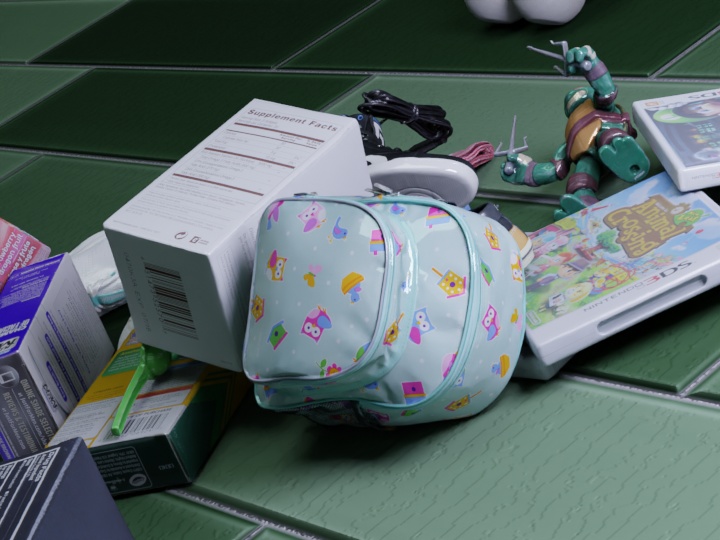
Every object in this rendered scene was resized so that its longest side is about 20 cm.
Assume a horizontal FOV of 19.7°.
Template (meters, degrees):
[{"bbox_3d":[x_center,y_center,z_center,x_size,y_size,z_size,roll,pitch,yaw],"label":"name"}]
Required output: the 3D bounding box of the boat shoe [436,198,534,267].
[{"bbox_3d":[0.062,-0.022,1.657,0.075,0.062,0.200,-42,18,-23],"label":"boat shoe"}]

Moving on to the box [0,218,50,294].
[{"bbox_3d":[-0.384,0.040,1.916,0.099,0.095,0.201,14,75,56],"label":"box"}]

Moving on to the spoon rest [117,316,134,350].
[{"bbox_3d":[-0.140,0.027,1.885,0.200,0.061,0.099,-42,24,-9],"label":"spoon rest"}]

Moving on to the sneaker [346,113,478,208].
[{"bbox_3d":[0.020,-0.098,1.827,0.199,0.073,0.113,-10,46,32],"label":"sneaker"}]

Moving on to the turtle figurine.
[{"bbox_3d":[0.189,-0.119,1.783,0.100,0.151,0.201,10,30,-15],"label":"turtle figurine"}]

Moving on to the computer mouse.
[{"bbox_3d":[-0.011,-0.124,1.967,0.199,0.046,0.140,-29,-26,37],"label":"computer mouse"}]

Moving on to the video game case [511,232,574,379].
[{"bbox_3d":[0.126,0.024,1.645,0.199,0.023,0.182,1,33,48],"label":"video game case"}]

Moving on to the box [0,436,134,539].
[{"bbox_3d":[-0.277,0.238,1.429,0.197,0.124,0.200,-17,24,19],"label":"box"}]

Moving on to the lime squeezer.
[{"bbox_3d":[-0.146,0.068,1.684,0.070,0.038,0.200,34,54,28],"label":"lime squeezer"}]

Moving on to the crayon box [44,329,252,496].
[{"bbox_3d":[-0.165,0.109,1.709,0.125,0.052,0.200,-13,25,25],"label":"crayon box"}]

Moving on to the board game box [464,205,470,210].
[{"bbox_3d":[0.000,0.000,1.809,0.134,0.035,0.200,-7,27,35],"label":"board game box"}]

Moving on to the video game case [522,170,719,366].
[{"bbox_3d":[0.193,-0.008,1.585,0.181,0.022,0.200,-25,21,-1],"label":"video game case"}]

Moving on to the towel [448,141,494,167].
[{"bbox_3d":[0.013,-0.084,1.959,0.199,0.023,0.144,-12,7,27],"label":"towel"}]

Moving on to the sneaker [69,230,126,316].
[{"bbox_3d":[-0.267,0.022,1.998,0.088,0.076,0.200,11,37,36],"label":"sneaker"}]

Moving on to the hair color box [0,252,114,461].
[{"bbox_3d":[-0.280,0.079,1.817,0.064,0.110,0.200,-19,22,11],"label":"hair color box"}]

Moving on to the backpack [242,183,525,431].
[{"bbox_3d":[0.017,0.027,1.533,0.198,0.178,0.153,1,-13,29],"label":"backpack"}]

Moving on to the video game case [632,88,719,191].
[{"bbox_3d":[0.328,-0.117,1.698,0.180,0.024,0.200,-9,21,0],"label":"video game case"}]

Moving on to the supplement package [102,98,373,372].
[{"bbox_3d":[-0.091,-0.032,1.664,0.117,0.118,0.200,14,41,36],"label":"supplement package"}]

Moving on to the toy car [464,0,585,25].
[{"bbox_3d":[0.211,-0.357,2.287,0.149,0.177,0.199,4,3,-34],"label":"toy car"}]
